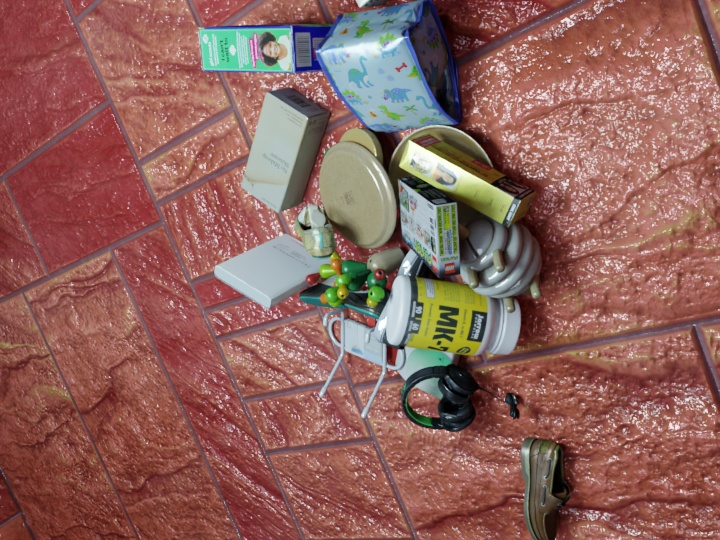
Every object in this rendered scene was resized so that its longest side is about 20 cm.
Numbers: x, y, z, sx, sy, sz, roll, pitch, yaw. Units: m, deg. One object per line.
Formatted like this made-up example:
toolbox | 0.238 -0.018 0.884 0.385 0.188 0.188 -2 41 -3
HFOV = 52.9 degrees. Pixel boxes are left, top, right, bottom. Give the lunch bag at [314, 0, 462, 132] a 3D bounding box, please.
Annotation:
lunch bag | 0.055 -0.303 1.131 0.169 0.128 0.200 3 139 34

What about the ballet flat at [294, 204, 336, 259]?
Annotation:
ballet flat | -0.081 -0.082 1.295 0.070 0.200 0.071 -4 112 -11

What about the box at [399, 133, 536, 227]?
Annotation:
box | 0.162 -0.141 1.107 0.200 0.075 0.050 33 122 21

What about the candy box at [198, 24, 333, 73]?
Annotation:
candy box | -0.139 -0.370 1.206 0.199 0.169 0.077 9 110 32

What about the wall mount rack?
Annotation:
wall mount rack | -0.013 0.172 1.380 0.199 0.074 0.175 18 115 42

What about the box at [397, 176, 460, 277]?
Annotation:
box | 0.103 -0.073 1.116 0.200 0.035 0.111 -124 26 -68

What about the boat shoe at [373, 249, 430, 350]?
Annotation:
boat shoe | 0.091 0.044 1.247 0.066 0.070 0.201 29 95 29

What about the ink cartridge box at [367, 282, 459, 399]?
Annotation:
ink cartridge box | 0.089 0.122 1.328 0.199 0.050 0.162 22 120 24

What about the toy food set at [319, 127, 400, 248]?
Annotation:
toy food set | -0.004 -0.134 1.263 0.201 0.049 0.198 61 144 4

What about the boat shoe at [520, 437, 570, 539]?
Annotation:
boat shoe | 0.325 0.389 1.254 0.068 0.072 0.201 -1 108 36

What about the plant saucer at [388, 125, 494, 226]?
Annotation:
plant saucer | 0.139 -0.141 1.191 0.199 0.035 0.201 14 117 30

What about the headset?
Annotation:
headset | 0.171 0.229 1.254 0.199 0.094 0.124 -2 120 0

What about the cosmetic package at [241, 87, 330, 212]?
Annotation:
cosmetic package | -0.140 -0.221 1.332 0.103 0.073 0.201 34 123 19

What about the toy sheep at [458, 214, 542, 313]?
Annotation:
toy sheep | 0.210 -0.020 1.115 0.138 0.138 0.200 -21 137 39

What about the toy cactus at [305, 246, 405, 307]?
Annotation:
toy cactus | 0.000 0.000 1.258 0.200 0.165 0.103 5 121 62

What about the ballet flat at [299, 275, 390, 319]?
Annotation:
ballet flat | -0.024 0.045 1.362 0.199 0.068 0.069 11 74 33

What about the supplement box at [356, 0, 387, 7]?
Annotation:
supplement box | 0.011 -0.524 1.100 0.126 0.073 0.201 -28 92 40

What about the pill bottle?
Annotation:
pill bottle | 0.149 0.076 1.173 0.199 0.114 0.115 8 119 -8

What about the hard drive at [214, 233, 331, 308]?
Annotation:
hard drive | -0.154 -0.004 1.347 0.132 0.200 0.026 29 124 22
